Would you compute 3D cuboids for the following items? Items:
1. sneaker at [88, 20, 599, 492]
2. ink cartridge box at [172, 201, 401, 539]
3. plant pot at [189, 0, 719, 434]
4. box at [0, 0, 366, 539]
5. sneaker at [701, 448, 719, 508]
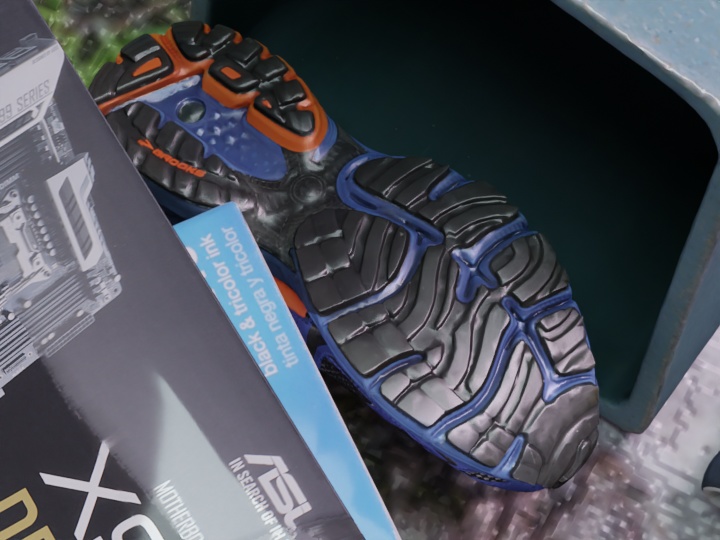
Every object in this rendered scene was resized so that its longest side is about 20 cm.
[{"bbox_3d":[0.000,0.000,0.936,0.075,0.079,0.200,-40,62,-14],"label":"sneaker"},{"bbox_3d":[-0.094,0.105,0.867,0.199,0.147,0.147,-23,69,-10],"label":"ink cartridge box"},{"bbox_3d":[0.085,-0.112,0.939,0.196,0.196,0.200,38,65,14],"label":"plant pot"},{"bbox_3d":[-0.107,0.046,0.785,0.157,0.050,0.201,-28,69,-11],"label":"box"},{"bbox_3d":[0.189,0.106,0.914,0.200,0.073,0.071,41,82,24],"label":"sneaker"}]
